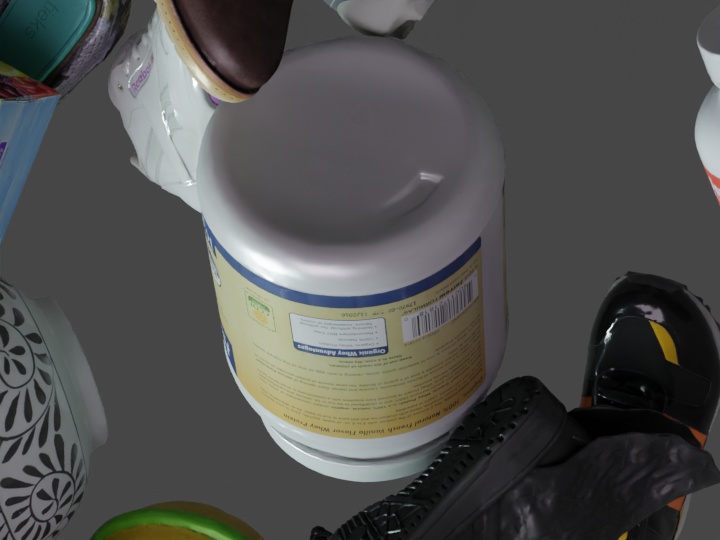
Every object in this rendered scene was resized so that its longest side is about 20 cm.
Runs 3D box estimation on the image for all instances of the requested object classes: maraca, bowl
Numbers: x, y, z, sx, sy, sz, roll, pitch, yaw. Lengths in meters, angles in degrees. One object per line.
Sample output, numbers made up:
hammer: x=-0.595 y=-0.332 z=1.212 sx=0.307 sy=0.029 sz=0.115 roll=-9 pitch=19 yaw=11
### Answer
maraca: x=-0.096 y=0.215 z=1.540 sx=0.137 sy=0.107 sz=0.200 roll=7 pitch=127 yaw=19
bowl: x=-0.198 y=0.071 z=1.465 sx=0.201 sy=0.094 sz=0.201 roll=58 pitch=162 yaw=31

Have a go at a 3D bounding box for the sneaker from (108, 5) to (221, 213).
sneaker: x=-0.089 y=-0.102 z=1.308 sx=0.100 sy=0.075 sz=0.200 roll=26 pitch=141 yaw=22

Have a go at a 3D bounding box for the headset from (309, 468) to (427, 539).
headset: x=0.033 y=0.130 z=1.419 sx=0.094 sy=0.123 sz=0.200 roll=45 pitch=143 yaw=12

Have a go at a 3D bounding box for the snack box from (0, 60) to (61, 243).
snack box: x=-0.273 y=-0.056 z=1.332 sx=0.200 sy=0.068 sz=0.169 roll=28 pitch=106 yaw=17

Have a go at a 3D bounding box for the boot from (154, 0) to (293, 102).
boot: x=-0.013 y=-0.185 z=1.154 sx=0.166 sy=0.200 sz=0.072 roll=-18 pitch=154 yaw=37

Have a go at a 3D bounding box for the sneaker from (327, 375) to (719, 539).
sneaker: x=0.070 y=0.129 z=1.297 sx=0.200 sy=0.060 sz=0.104 roll=-44 pitch=115 yaw=6

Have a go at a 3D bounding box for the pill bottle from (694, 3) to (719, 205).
pill bottle: x=0.222 y=-0.033 z=1.207 sx=0.112 sy=0.113 sz=0.200 roll=-10 pitch=120 yaw=30

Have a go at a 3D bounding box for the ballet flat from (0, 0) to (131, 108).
ballet flat: x=-0.183 y=-0.093 z=1.366 sx=0.072 sy=0.072 sz=0.200 roll=42 pitch=118 yaw=-10

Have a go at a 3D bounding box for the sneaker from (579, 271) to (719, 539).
sneaker: x=0.139 y=0.098 z=1.357 sx=0.070 sy=0.090 sz=0.200 roll=14 pitch=130 yaw=14

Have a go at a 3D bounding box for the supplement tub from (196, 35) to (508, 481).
supplement tub: x=0.000 y=0.000 z=1.290 sx=0.144 sy=0.145 sz=0.200 roll=14 pitch=146 yaw=14

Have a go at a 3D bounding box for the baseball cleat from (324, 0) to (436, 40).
baseball cleat: x=0.024 y=-0.186 z=1.208 sx=0.106 sy=0.070 sz=0.200 roll=35 pitch=130 yaw=-4
